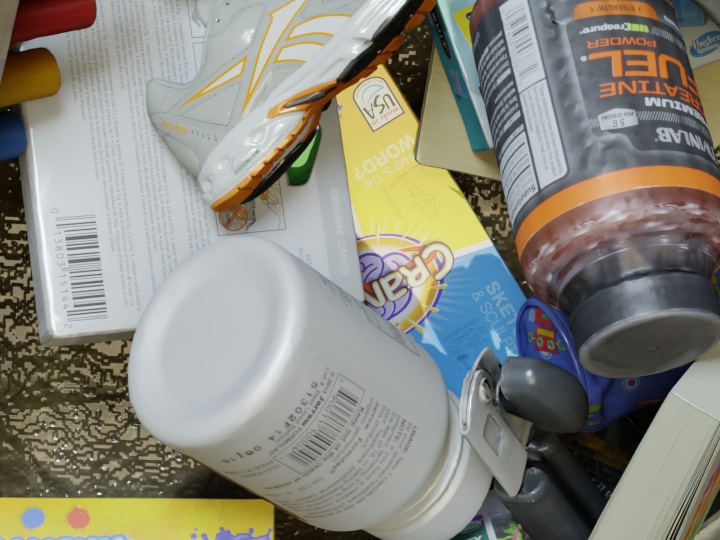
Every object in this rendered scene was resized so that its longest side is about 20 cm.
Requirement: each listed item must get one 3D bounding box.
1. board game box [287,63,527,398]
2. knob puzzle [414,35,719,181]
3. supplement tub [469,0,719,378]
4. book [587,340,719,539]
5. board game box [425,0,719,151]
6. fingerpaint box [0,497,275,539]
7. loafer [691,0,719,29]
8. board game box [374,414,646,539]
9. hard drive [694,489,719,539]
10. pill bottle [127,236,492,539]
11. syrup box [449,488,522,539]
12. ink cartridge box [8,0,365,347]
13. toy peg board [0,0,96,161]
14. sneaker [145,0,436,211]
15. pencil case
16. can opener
[{"bbox_3d":[0.000,0.000,1.110,0.153,0.040,0.201,-32,101,4],"label":"board game box"},{"bbox_3d":[0.140,-0.132,1.090,0.218,0.030,0.221,0,92,-9],"label":"knob puzzle"},{"bbox_3d":[0.121,-0.052,0.936,0.106,0.107,0.201,-11,64,-1],"label":"supplement tub"},{"bbox_3d":[0.175,0.095,1.010,0.048,0.134,0.201,31,138,16],"label":"book"},{"bbox_3d":[0.099,-0.185,1.043,0.150,0.047,0.201,-22,95,-8],"label":"board game box"},{"bbox_3d":[-0.147,0.189,1.078,0.199,0.167,0.074,0,61,-3],"label":"fingerpaint box"},{"bbox_3d":[0.185,-0.169,0.956,0.070,0.200,0.075,-38,67,24],"label":"loafer"},{"bbox_3d":[0.100,0.165,1.156,0.200,0.028,0.135,-44,100,7],"label":"board game box"},{"bbox_3d":[0.270,0.163,1.145,0.200,0.033,0.140,-39,115,4],"label":"hard drive"},{"bbox_3d":[-0.018,0.073,1.010,0.114,0.114,0.200,-47,134,7],"label":"pill bottle"},{"bbox_3d":[0.064,0.197,1.044,0.078,0.200,0.082,-19,105,2],"label":"syrup box"},{"bbox_3d":[-0.099,-0.066,1.055,0.175,0.045,0.201,-5,81,-17],"label":"ink cartridge box"},{"bbox_3d":[-0.210,-0.155,0.992,0.097,0.200,0.200,-17,146,-35],"label":"toy peg board"},{"bbox_3d":[-0.036,-0.128,0.993,0.092,0.076,0.200,45,100,6],"label":"sneaker"},{"bbox_3d":[0.189,0.033,1.086,0.199,0.078,0.087,-13,88,-15],"label":"pencil case"},{"bbox_3d":[0.110,0.111,1.047,0.067,0.054,0.200,-2,145,31],"label":"can opener"}]
